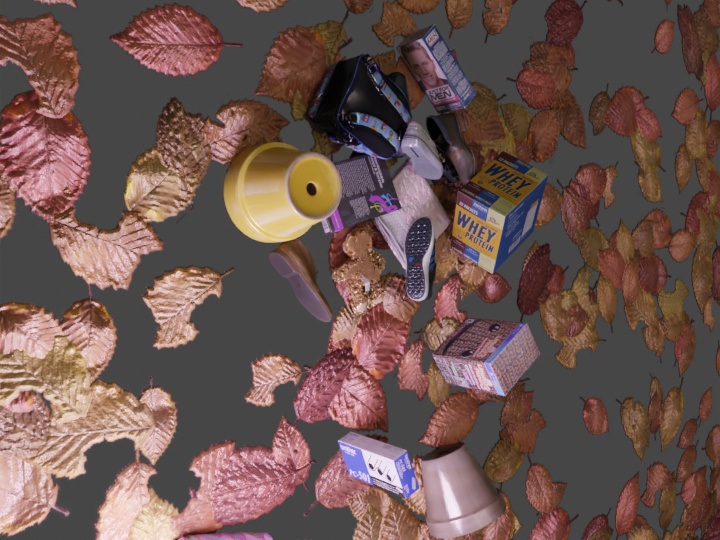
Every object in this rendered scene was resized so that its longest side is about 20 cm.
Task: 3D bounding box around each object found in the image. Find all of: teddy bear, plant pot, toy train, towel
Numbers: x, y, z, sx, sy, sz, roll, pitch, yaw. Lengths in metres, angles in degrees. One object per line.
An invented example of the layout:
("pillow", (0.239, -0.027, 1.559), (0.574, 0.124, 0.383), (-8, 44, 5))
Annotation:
("teddy bear", (0.000, 0.000, 1.522), (0.145, 0.067, 0.201), (-39, 120, -20))
("plant pot", (-0.141, -0.157, 1.327), (0.200, 0.188, 0.203), (-1, 92, -36))
("toy train", (0.180, -0.286, 1.662), (0.200, 0.034, 0.046), (36, 55, -34))
("plant pot", (0.230, 0.522, 1.636), (0.199, 0.200, 0.175), (-18, 84, -35))
("towel", (0.119, -0.136, 1.622), (0.191, 0.032, 0.200), (-50, 119, -26))

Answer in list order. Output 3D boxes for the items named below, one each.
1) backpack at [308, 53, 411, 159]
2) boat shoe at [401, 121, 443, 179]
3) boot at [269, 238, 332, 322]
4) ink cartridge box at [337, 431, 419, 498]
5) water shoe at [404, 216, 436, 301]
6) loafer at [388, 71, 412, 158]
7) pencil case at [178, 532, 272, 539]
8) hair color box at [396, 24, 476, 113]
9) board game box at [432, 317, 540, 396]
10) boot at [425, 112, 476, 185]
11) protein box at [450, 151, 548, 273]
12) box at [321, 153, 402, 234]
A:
("backpack", (0.010, -0.344, 1.471), (0.200, 0.134, 0.184), (31, 73, -41))
("boat shoe", (0.151, -0.274, 1.545), (0.200, 0.073, 0.067), (41, 60, -66))
("boot", (-0.108, 0.020, 1.433), (0.076, 0.073, 0.201), (-48, 115, -37))
("ink cartridge box", (0.036, 0.420, 1.461), (0.044, 0.199, 0.095), (-27, 106, -33))
("water shoe", (0.145, -0.027, 1.599), (0.079, 0.071, 0.202), (17, 80, -65))
("loafer", (0.094, -0.365, 1.574), (0.068, 0.070, 0.202), (1, 90, -37))
("pencil case", (-0.267, 0.558, 1.311), (0.199, 0.087, 0.088), (11, 84, -36))
("hair color box", (0.183, -0.481, 1.621), (0.061, 0.100, 0.200), (-51, 118, -23))
("board game box", (0.309, 0.208, 1.665), (0.159, 0.199, 0.097), (-40, 113, -30))
("boot", (0.220, -0.296, 1.659), (0.096, 0.075, 0.202), (-3, 71, -32))
("protein box", (0.341, -0.144, 1.669), (0.198, 0.135, 0.201), (-41, 150, -29))
("box", (-0.013, -0.176, 1.498), (0.199, 0.036, 0.144), (-20, 93, -29))
